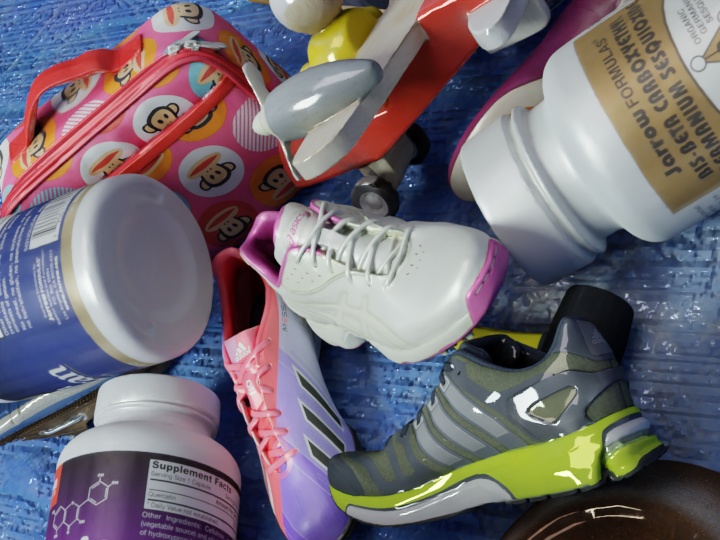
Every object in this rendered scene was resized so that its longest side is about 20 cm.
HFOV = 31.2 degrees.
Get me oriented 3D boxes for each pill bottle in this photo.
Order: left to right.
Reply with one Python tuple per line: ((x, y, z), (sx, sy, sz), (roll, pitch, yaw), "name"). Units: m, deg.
((-0.197, 0.019, 0.791), (0.198, 0.111, 0.112), (-16, 56, 32), "pill bottle")
((-0.128, 0.168, 0.745), (0.111, 0.112, 0.202), (-18, 55, 31), "pill bottle")
((0.155, -0.081, 0.654), (0.199, 0.114, 0.115), (-33, 49, 21), "pill bottle")

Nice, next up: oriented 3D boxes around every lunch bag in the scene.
((-0.141, -0.081, 0.856), (0.199, 0.176, 0.083), (-36, 45, 18), "lunch bag")

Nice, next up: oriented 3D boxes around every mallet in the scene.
((0.059, 0.047, 0.719), (0.198, 0.041, 0.067), (-4, 60, 43), "mallet")

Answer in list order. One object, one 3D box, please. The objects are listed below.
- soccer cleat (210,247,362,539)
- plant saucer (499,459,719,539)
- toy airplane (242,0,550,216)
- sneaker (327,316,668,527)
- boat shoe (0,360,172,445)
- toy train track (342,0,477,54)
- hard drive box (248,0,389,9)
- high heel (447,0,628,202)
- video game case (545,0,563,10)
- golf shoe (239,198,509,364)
((-0.050, 0.074, 0.762), (0.068, 0.073, 0.202), (-32, 49, 21), "soccer cleat")
((0.118, 0.179, 0.590), (0.199, 0.037, 0.203), (-21, 53, 30), "plant saucer")
((0.013, -0.136, 0.735), (0.200, 0.140, 0.200), (-55, 7, 1), "toy airplane")
((0.058, 0.077, 0.646), (0.199, 0.073, 0.082), (-21, 80, 39), "sneaker")
((-0.216, 0.088, 0.892), (0.198, 0.072, 0.073), (-23, 54, 25), "boat shoe")
((0.041, -0.199, 0.862), (0.113, 0.032, 0.203), (11, 87, 25), "toy train track")
((-0.077, -0.267, 0.895), (0.155, 0.200, 0.077), (19, 77, 44), "hard drive box")
((0.127, -0.122, 0.756), (0.199, 0.067, 0.097), (-38, 25, 17), "high heel")
((0.142, -0.244, 0.747), (0.200, 0.019, 0.145), (-35, 46, 52), "video game case")
((0.000, 0.000, 0.694), (0.199, 0.091, 0.076), (-7, 53, 60), "golf shoe")
